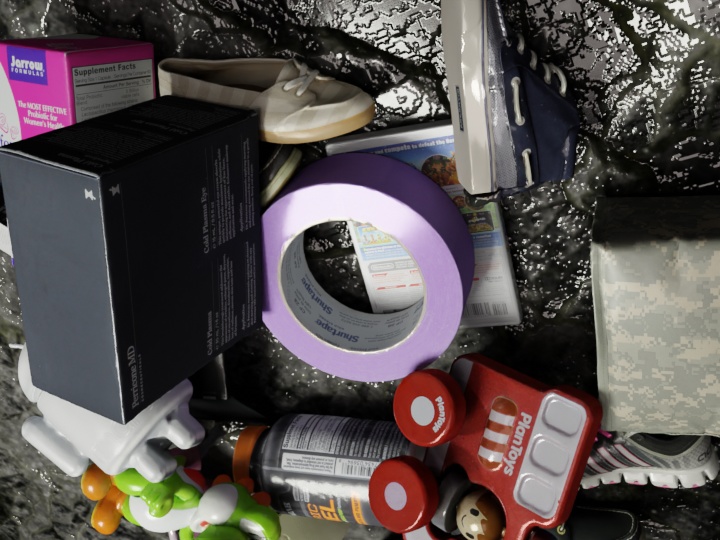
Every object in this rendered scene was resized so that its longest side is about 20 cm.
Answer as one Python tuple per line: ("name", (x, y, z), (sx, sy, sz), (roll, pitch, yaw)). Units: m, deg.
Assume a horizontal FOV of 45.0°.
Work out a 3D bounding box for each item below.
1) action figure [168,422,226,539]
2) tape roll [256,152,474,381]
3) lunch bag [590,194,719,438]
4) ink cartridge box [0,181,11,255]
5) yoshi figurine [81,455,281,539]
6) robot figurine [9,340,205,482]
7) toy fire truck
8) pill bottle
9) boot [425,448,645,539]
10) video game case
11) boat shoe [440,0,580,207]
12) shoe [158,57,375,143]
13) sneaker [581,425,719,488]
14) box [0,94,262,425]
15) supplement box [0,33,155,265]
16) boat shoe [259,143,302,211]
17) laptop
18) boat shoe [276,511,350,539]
("action figure", (-0.222, 0.242, 0.981), (0.133, 0.150, 0.201), (-14, 129, 31))
("tape roll", (0.000, 0.000, 0.781), (0.198, 0.066, 0.202), (8, 122, 13))
("lunch bag", (0.274, 0.047, 0.708), (0.162, 0.118, 0.202), (0, 115, 18))
("ink cartridge box", (-0.344, -0.064, 0.859), (0.199, 0.095, 0.037), (34, 124, -4))
("yoshi figurine", (-0.181, 0.253, 0.860), (0.198, 0.112, 0.113), (11, 88, 13))
("robot figurine", (-0.239, 0.110, 0.821), (0.200, 0.113, 0.170), (41, 80, 4))
("toy fire truck", (0.112, 0.179, 0.770), (0.167, 0.112, 0.202), (22, 101, 37))
("pill bottle", (-0.032, 0.207, 0.913), (0.198, 0.106, 0.107), (2, 121, 18))
("boot", (0.172, 0.232, 0.881), (0.202, 0.074, 0.155), (-11, 114, 24))
("video game case", (0.060, -0.034, 0.790), (0.142, 0.018, 0.202), (-5, 118, 22))
("boat shoe", (0.118, -0.155, 0.677), (0.092, 0.075, 0.202), (-9, 112, -5))
("shoe", (-0.084, -0.149, 0.736), (0.198, 0.070, 0.054), (6, 130, 17))
("sneaker", (0.232, 0.151, 0.813), (0.198, 0.074, 0.088), (-2, 120, 14))
("box", (-0.171, -0.018, 0.694), (0.103, 0.182, 0.202), (15, 118, 25))
("supplement box", (-0.247, -0.100, 0.769), (0.100, 0.103, 0.202), (13, 112, 30))
("boat shoe", (-0.138, -0.068, 0.803), (0.200, 0.072, 0.066), (-31, 112, 36))
("laptop", (-0.202, 0.087, 0.927), (0.185, 0.116, 0.202), (0, 103, 18))
("boat shoe", (-0.097, 0.300, 0.955), (0.063, 0.200, 0.074), (-7, 102, 51))
